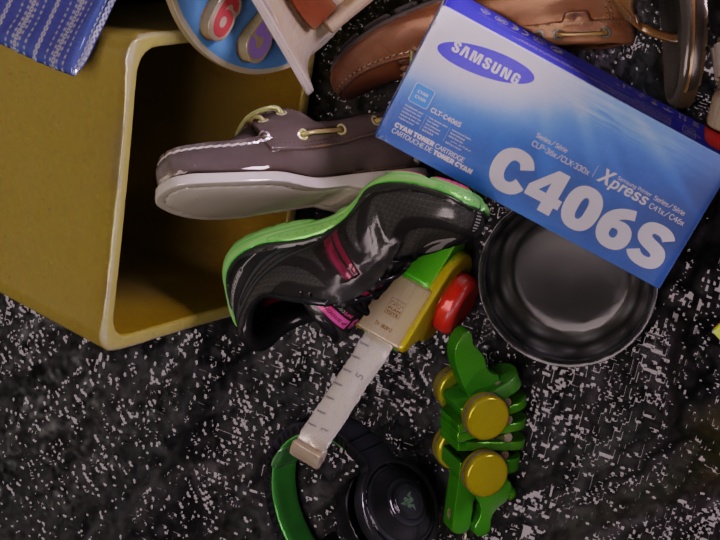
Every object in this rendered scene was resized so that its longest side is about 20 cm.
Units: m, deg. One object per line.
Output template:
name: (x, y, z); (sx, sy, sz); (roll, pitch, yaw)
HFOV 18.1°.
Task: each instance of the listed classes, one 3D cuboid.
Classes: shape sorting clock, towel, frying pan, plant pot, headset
shape sorting clock: (-0.048, -0.218, 1.383); (0.039, 0.199, 0.202); (15, 108, 37)
towel: (-0.205, -0.211, 1.387); (0.199, 0.024, 0.146); (26, 92, 43)
frying pan: (0.101, -0.016, 1.436); (0.189, 0.031, 0.115); (33, 110, 1)
plant pot: (-0.171, -0.083, 1.474); (0.199, 0.194, 0.197); (17, 108, 31)
headset: (0.000, 0.186, 1.494); (0.200, 0.094, 0.124); (44, 132, 25)

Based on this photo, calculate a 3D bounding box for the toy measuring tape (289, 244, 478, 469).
toy measuring tape: (0.021, 0.042, 1.460); (0.073, 0.074, 0.201); (30, 83, 14)

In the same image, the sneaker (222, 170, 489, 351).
sneaker: (0.000, 0.000, 1.403); (0.199, 0.077, 0.084); (-24, 54, 34)

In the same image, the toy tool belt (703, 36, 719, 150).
toy tool belt: (0.256, -0.134, 1.269); (0.124, 0.199, 0.124); (20, 108, 29)

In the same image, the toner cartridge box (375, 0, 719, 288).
toner cartridge box: (0.118, -0.079, 1.374); (0.199, 0.043, 0.095); (27, 112, -1)

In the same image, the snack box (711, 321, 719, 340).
snack box: (0.339, 0.030, 1.341); (0.200, 0.068, 0.169); (-43, 83, 26)

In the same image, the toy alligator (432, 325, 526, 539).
toy alligator: (0.082, 0.129, 1.486); (0.054, 0.059, 0.202); (-7, 111, -20)

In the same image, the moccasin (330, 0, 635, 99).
moccasin: (0.075, -0.138, 1.420); (0.200, 0.074, 0.078); (-14, 88, 15)

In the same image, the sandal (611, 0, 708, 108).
sandal: (0.167, -0.191, 1.340); (0.054, 0.082, 0.202); (-9, 83, -1)

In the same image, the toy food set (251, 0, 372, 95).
toy food set: (0.013, -0.216, 1.351); (0.200, 0.144, 0.060); (-39, 45, -6)

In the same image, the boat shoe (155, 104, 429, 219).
boat shoe: (-0.045, -0.070, 1.410); (0.072, 0.199, 0.060); (-26, 72, 53)
